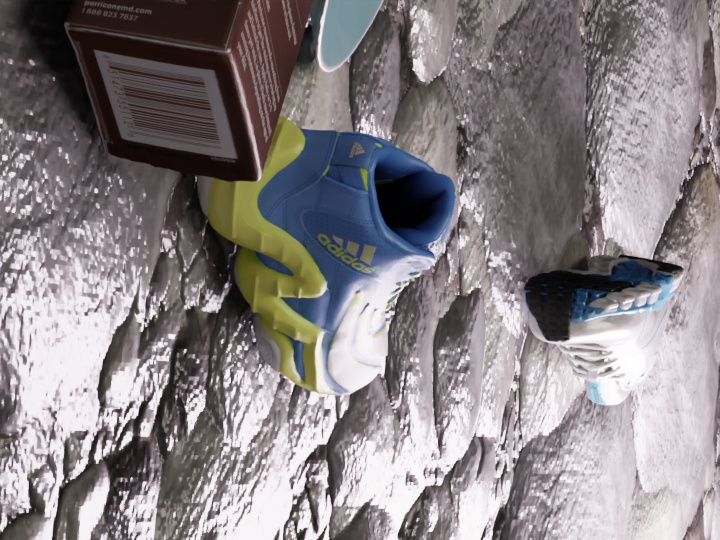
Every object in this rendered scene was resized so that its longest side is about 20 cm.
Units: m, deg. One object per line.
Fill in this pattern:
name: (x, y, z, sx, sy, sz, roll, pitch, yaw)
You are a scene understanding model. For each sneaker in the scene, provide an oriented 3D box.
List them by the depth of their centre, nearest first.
sneaker: (0.000, 0.000, 1.287, 0.200, 0.105, 0.076, 58, 42, -54)
sneaker: (0.150, 0.042, 1.709, 0.200, 0.075, 0.087, -10, 108, -67)

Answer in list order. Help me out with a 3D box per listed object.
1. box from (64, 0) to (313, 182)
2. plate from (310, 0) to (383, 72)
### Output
box: (-0.054, -0.150, 1.154, 0.100, 0.075, 0.200, 80, 24, -60)
plate: (0.010, -0.191, 1.323, 0.200, 0.026, 0.201, 22, 90, -82)
